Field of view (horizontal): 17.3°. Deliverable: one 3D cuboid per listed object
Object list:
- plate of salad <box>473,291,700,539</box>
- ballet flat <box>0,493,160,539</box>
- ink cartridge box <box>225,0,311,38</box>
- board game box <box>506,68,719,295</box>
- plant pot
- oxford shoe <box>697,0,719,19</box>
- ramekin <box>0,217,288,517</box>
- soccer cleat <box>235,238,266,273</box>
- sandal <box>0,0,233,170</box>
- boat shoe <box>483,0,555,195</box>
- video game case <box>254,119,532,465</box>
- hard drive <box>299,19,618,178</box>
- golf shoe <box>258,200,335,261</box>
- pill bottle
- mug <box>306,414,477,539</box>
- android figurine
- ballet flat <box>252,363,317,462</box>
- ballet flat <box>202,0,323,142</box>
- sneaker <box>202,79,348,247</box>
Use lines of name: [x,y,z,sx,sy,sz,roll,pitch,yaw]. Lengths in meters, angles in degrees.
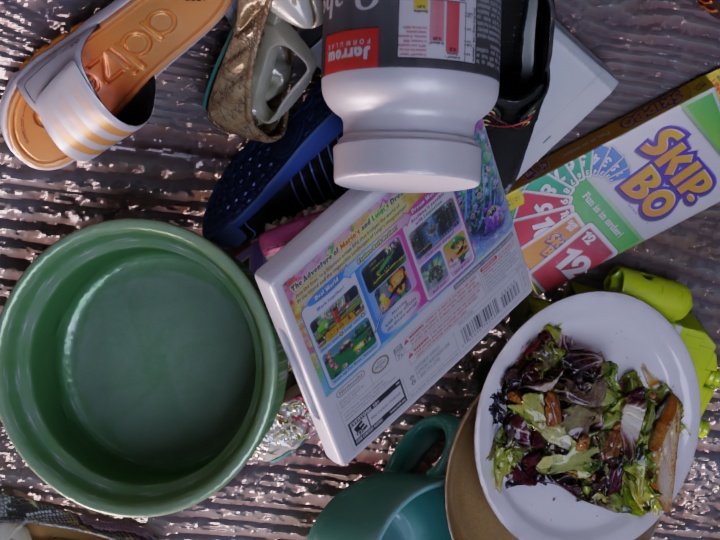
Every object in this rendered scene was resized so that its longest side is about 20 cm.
plate of salad: [0.174,0.116,1.740,0.199,0.048,0.202,-5,101,-27]
ballet flat: [-0.233,0.210,1.747,0.199,0.072,0.072,13,115,-23]
ink cartridge box: [-0.043,-0.244,1.568,0.160,0.050,0.200,-29,142,1]
board game box: [0.200,-0.066,1.745,0.199,0.030,0.096,-29,124,-2]
plant pot: [0.144,0.153,1.772,0.199,0.027,0.202,-5,101,-27]
oxford shoe: [0.252,-0.211,1.651,0.199,0.071,0.073,18,117,-26]
ramekin: [-0.144,0.065,1.624,0.199,0.098,0.202,0,91,11]
soccer cleat: [-0.097,0.061,1.697,0.067,0.077,0.200,33,106,-30]
sandal: [-0.163,-0.130,1.558,0.079,0.059,0.206,34,119,-32]
boat shoe: [0.091,-0.126,1.612,0.073,0.063,0.202,-7,128,-14]
video game case: [0.028,0.008,1.604,0.200,0.024,0.183,-41,135,-22]
hard drive: [0.070,-0.145,1.646,0.132,0.026,0.200,-43,126,15]
golf shoe: [0.000,0.000,1.628,0.075,0.092,0.200,-18,170,28]
pill bottle: [0.033,-0.155,1.502,0.115,0.116,0.202,3,84,-18]
mug: [0.039,0.220,1.802,0.185,0.114,0.152,-49,117,-26]
android figurine: [0.194,0.082,1.820,0.199,0.041,0.183,17,113,-23]
ballet flat: [-0.014,0.066,1.729,0.200,0.076,0.064,-37,115,4]
ballet flat: [-0.051,-0.165,1.552,0.070,0.065,0.201,-43,159,-42]
sneaker: [-0.026,-0.072,1.626,0.078,0.070,0.200,30,126,-28]
